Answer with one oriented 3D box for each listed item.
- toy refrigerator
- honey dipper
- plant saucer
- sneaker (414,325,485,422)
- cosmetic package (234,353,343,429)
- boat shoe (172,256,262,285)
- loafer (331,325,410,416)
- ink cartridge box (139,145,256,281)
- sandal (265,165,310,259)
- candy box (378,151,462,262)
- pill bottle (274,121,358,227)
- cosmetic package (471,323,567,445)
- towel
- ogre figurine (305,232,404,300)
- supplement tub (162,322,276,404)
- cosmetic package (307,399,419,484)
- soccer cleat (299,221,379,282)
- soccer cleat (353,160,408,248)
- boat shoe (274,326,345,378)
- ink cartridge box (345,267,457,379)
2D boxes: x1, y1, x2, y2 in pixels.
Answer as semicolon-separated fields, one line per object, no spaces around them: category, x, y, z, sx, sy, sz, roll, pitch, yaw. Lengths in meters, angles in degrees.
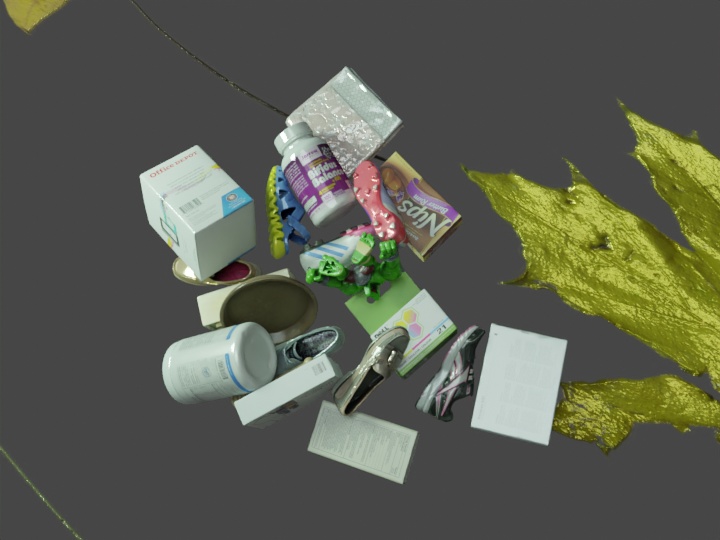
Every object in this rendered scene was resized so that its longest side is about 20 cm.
toy refrigerator;-0.227;0.065;1.705;0.196;0.076;0.071;-17;75;3
honey dipper;-0.173;0.219;1.648;0.198;0.038;0.039;-31;73;21
plant saucer;-0.182;0.077;1.646;0.196;0.202;0.030;-18;48;3
sneaker;0.192;0.204;1.619;0.085;0.080;0.202;33;94;7
cosmetic package;-0.132;0.238;1.611;0.197;0.151;0.052;-28;76;1
boat shoe;-0.306;-0.006;1.736;0.195;0.069;0.076;4;77;9
loafer;0.027;0.194;1.563;0.200;0.071;0.063;-47;33;12
ink cartridge box;-0.328;-0.120;1.688;0.146;0.148;0.200;-33;60;-27
sandal;-0.154;-0.123;1.746;0.085;0.080;0.205;-4;76;-13
candy box;0.102;-0.131;1.714;0.116;0.057;0.200;-43;73;-3
pill bottle;-0.095;-0.201;1.718;0.111;0.112;0.202;-32;83;0
cosmetic package;0.304;0.219;1.596;0.147;0.052;0.204;12;79;9
towel;-0.034;-0.317;1.791;0.191;0.032;0.200;-43;74;-3
ogre figurine;0.000;0.000;1.640;0.199;0.120;0.099;-37;53;12
supplement tub;-0.274;0.183;1.623;0.197;0.131;0.135;-14;73;30
cosmetic package;0.008;0.332;1.609;0.196;0.073;0.106;18;80;12
soccer cleat;-0.027;-0.039;1.713;0.196;0.070;0.088;-20;93;3
soccer cleat;0.040;-0.131;1.669;0.066;0.076;0.203;-33;57;16
boat shoe;-0.126;0.163;1.669;0.198;0.072;0.071;-26;74;2
ink cartridge box;0.076;0.091;1.654;0.147;0.076;0.201;-40;76;-2
